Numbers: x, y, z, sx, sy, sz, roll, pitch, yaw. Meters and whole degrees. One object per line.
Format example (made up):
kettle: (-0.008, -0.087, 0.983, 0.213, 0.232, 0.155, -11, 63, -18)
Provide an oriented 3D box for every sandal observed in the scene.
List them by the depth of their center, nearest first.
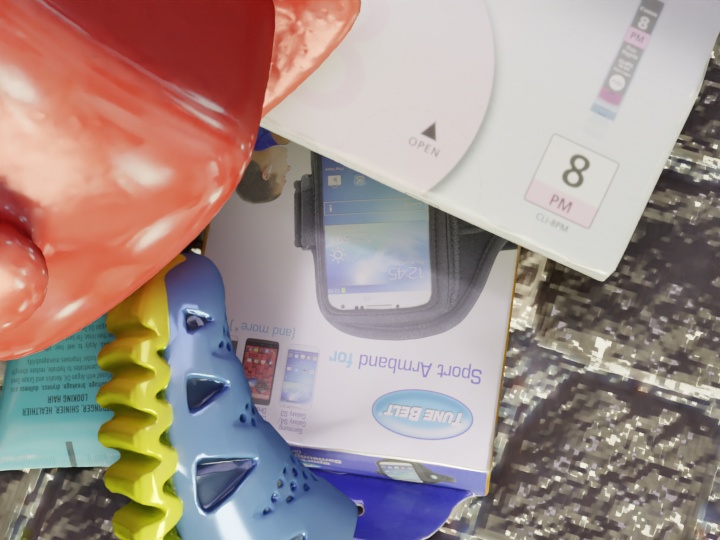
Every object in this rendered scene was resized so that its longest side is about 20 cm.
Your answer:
sandal: (-0.041, 0.090, 0.832, 0.087, 0.079, 0.201, -11, 102, -13)

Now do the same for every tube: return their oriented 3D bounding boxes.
tube: (-0.097, -0.023, 0.907, 0.077, 0.050, 0.201, -7, 69, 33)

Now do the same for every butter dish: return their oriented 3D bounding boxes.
butter dish: (-0.122, -0.042, 0.760, 0.199, 0.200, 0.148, -38, 39, 26)

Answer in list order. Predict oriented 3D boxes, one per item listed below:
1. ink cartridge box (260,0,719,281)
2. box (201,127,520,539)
ink cartridge box: (0.057, -0.120, 0.856, 0.162, 0.057, 0.201, 24, 99, 1)
box: (0.000, 0.000, 0.900, 0.119, 0.042, 0.201, 7, 68, 4)
